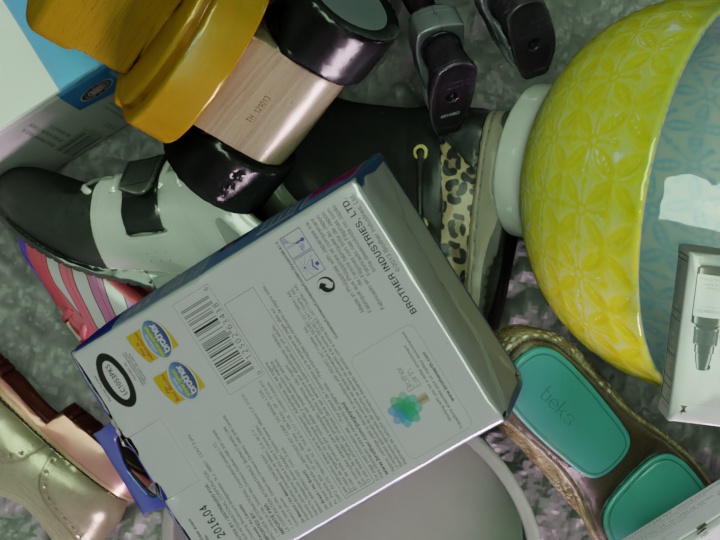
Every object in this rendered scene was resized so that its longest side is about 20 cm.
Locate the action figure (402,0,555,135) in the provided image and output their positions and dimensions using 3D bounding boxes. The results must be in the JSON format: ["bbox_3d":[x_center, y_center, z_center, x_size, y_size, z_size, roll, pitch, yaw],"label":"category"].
[{"bbox_3d":[0.028,-0.172,1.318,0.130,0.069,0.200,-23,56,-2],"label":"action figure"}]

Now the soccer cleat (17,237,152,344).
[{"bbox_3d":[-0.114,0.047,1.343,0.200,0.067,0.077,38,96,4],"label":"soccer cleat"}]

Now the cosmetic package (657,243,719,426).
[{"bbox_3d":[0.245,0.041,1.186,0.199,0.051,0.083,6,96,0],"label":"cosmetic package"}]

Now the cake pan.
[{"bbox_3d":[-0.002,0.140,1.300,0.200,0.037,0.201,5,114,10],"label":"cake pan"}]

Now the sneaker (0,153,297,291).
[{"bbox_3d":[-0.091,-0.034,1.281,0.199,0.074,0.089,18,114,12],"label":"sneaker"}]

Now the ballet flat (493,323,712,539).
[{"bbox_3d":[0.127,0.097,1.304,0.070,0.065,0.200,-38,114,-2],"label":"ballet flat"}]

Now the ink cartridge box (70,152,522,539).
[{"bbox_3d":[-0.043,0.055,1.211,0.200,0.076,0.137,-31,93,14],"label":"ink cartridge box"}]

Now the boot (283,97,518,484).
[{"bbox_3d":[0.000,0.000,1.328,0.150,0.073,0.201,14,97,12],"label":"boot"}]

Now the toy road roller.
[{"bbox_3d":[-0.072,-0.141,1.195,0.146,0.200,0.123,29,122,-19],"label":"toy road roller"}]

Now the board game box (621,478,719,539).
[{"bbox_3d":[0.218,0.189,1.257,0.126,0.035,0.200,-33,113,14],"label":"board game box"}]

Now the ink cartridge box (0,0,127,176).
[{"bbox_3d":[-0.224,-0.110,1.320,0.200,0.147,0.145,-33,84,3],"label":"ink cartridge box"}]

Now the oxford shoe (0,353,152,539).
[{"bbox_3d":[-0.209,0.078,1.347,0.200,0.071,0.074,36,94,7],"label":"oxford shoe"}]

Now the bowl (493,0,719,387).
[{"bbox_3d":[0.132,-0.046,1.270,0.107,0.200,0.201,12,88,27],"label":"bowl"}]
